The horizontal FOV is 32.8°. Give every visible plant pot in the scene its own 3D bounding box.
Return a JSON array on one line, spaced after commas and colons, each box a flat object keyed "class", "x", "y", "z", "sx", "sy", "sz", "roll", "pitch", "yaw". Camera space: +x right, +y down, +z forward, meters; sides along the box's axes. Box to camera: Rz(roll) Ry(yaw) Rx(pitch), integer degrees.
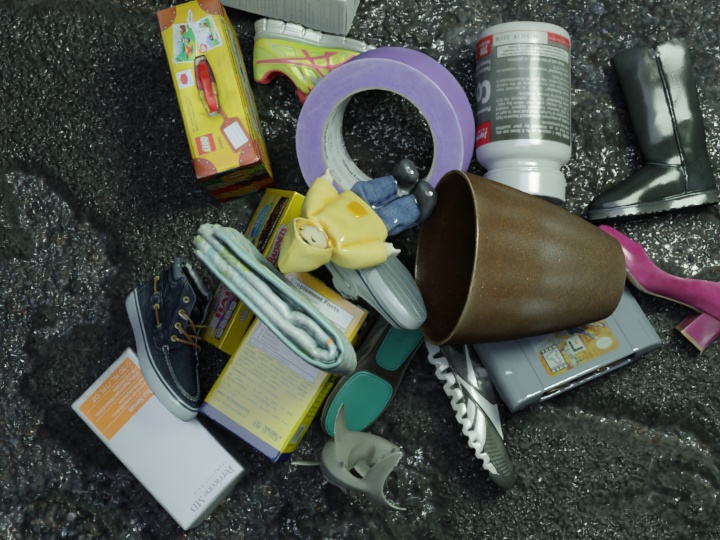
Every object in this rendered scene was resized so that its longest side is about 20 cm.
[{"class": "plant pot", "x": 0.182, "y": -0.002, "z": 1.337, "sx": 0.197, "sy": 0.187, "sz": 0.190, "roll": 7, "pitch": 82, "yaw": -16}]

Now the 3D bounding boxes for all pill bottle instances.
[{"class": "pill bottle", "x": 0.191, "y": -0.179, "z": 1.437, "sx": 0.112, "sy": 0.114, "sz": 0.203, "roll": 1, "pitch": 82, "yaw": 4}]

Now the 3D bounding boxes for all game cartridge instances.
[{"class": "game cartridge", "x": 0.229, "y": 0.068, "z": 1.405, "sx": 0.198, "sy": 0.042, "sz": 0.134, "roll": -22, "pitch": 67, "yaw": -14}]

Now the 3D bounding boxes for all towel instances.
[{"class": "towel", "x": -0.083, "y": 0.033, "z": 1.287, "sx": 0.200, "sy": 0.171, "sz": 0.048, "roll": 44, "pitch": 91, "yaw": 8}]

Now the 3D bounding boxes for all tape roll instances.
[{"class": "tape roll", "x": 0.030, "y": -0.152, "z": 1.418, "sx": 0.197, "sy": 0.085, "sz": 0.203, "roll": 5, "pitch": 109, "yaw": 15}]

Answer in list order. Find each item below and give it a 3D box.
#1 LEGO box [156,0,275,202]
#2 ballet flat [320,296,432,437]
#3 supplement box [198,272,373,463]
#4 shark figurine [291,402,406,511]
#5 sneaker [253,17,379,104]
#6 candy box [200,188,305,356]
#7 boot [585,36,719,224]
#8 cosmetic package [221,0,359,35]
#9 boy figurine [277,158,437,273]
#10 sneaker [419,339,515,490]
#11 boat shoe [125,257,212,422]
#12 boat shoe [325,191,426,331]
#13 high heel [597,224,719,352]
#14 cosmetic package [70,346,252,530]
[{"class": "LEGO box", "x": -0.168, "y": -0.198, "z": 1.447, "sx": 0.076, "sy": 0.149, "sz": 0.203, "roll": -15, "pitch": 81, "yaw": 1}, {"class": "ballet flat", "x": 0.021, "y": 0.110, "z": 1.434, "sx": 0.067, "sy": 0.064, "sz": 0.201, "roll": 31, "pitch": 104, "yaw": -15}, {"class": "supplement box", "x": -0.083, "y": 0.109, "z": 1.419, "sx": 0.108, "sy": 0.110, "sz": 0.201, "roll": 32, "pitch": 86, "yaw": 7}, {"class": "shark figurine", "x": -0.013, "y": 0.194, "z": 1.341, "sx": 0.126, "sy": 0.214, "sz": 0.091, "roll": 5, "pitch": 94, "yaw": -1}, {"class": "sneaker", "x": -0.041, "y": -0.242, "z": 1.488, "sx": 0.197, "sy": 0.078, "sz": 0.092, "roll": 15, "pitch": 91, "yaw": 12}, {"class": "candy box", "x": -0.130, "y": -0.002, "z": 1.444, "sx": 0.026, "sy": 0.102, "sz": 0.202, "roll": 28, "pitch": 84, "yaw": -22}, {"class": "boot", "x": 0.329, "y": -0.164, "z": 1.448, "sx": 0.162, "sy": 0.066, "sz": 0.203, "roll": -9, "pitch": 85, "yaw": -6}, {"class": "cosmetic package", "x": -0.096, "y": -0.366, "z": 1.492, "sx": 0.197, "sy": 0.074, "sz": 0.103, "roll": 16, "pitch": 62, "yaw": 7}, {"class": "boy figurine", "x": -0.015, "y": -0.057, "z": 1.310, "sx": 0.199, "sy": 0.065, "sz": 0.125, "roll": -25, "pitch": 71, "yaw": -36}, {"class": "sneaker", "x": 0.146, "y": 0.152, "z": 1.418, "sx": 0.090, "sy": 0.066, "sz": 0.202, "roll": -26, "pitch": 79, "yaw": 3}, {"class": "boat shoe", "x": -0.209, "y": 0.074, "z": 1.411, "sx": 0.091, "sy": 0.071, "sz": 0.201, "roll": -39, "pitch": 50, "yaw": 13}, {"class": "boat shoe", "x": 0.000, "y": 0.000, "z": 1.372, "sx": 0.067, "sy": 0.073, "sz": 0.201, "roll": -47, "pitch": 59, "yaw": 24}, {"class": "high heel", "x": 0.363, "y": -0.003, "z": 1.410, "sx": 0.200, "sy": 0.067, "sz": 0.096, "roll": 44, "pitch": 96, "yaw": -4}, {"class": "cosmetic package", "x": -0.233, "y": 0.197, "z": 1.437, "sx": 0.200, "sy": 0.071, "sz": 0.101, "roll": 44, "pitch": 87, "yaw": 8}]
